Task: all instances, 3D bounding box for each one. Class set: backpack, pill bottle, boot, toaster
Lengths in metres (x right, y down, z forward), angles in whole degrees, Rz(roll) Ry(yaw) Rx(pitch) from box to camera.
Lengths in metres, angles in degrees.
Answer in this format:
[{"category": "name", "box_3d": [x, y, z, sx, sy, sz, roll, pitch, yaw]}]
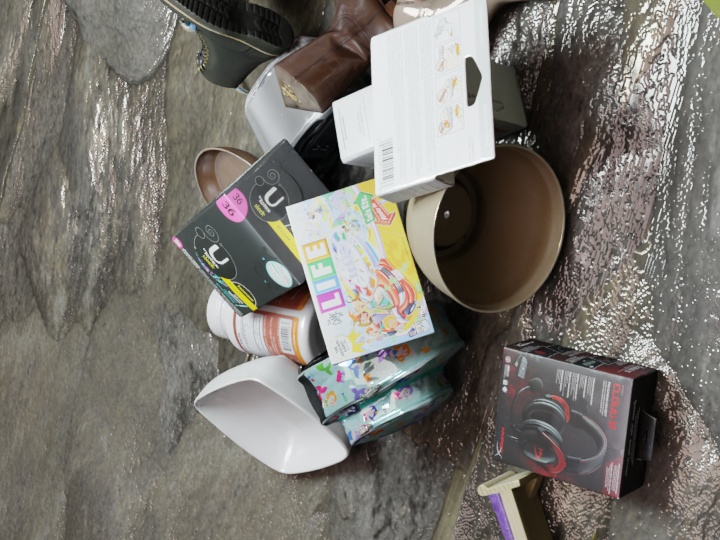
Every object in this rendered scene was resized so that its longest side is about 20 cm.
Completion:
[{"category": "backpack", "box_3d": [0.040, 0.128, 1.633, 0.200, 0.177, 0.151, -41, 75, 23]}, {"category": "pill bottle", "box_3d": [-0.120, 0.069, 1.785, 0.198, 0.111, 0.114, 10, 102, 36]}, {"category": "boot", "box_3d": [-0.056, -0.308, 1.637, 0.186, 0.200, 0.065, 40, 161, 23]}, {"category": "boot", "box_3d": [-0.206, -0.307, 1.645, 0.138, 0.198, 0.078, -32, 43, 45]}, {"category": "toaster", "box_3d": [-0.069, -0.227, 1.707, 0.200, 0.113, 0.130, -48, 66, 32]}, {"category": "boot", "box_3d": [0.134, -0.313, 1.570, 0.198, 0.070, 0.148, 21, 115, 24]}]

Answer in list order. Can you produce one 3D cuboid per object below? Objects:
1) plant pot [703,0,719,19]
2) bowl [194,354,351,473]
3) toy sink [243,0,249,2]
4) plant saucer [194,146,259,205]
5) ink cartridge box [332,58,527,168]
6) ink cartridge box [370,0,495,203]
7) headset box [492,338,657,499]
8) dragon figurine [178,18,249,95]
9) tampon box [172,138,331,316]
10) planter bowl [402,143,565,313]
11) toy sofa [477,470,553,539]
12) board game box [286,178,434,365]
[{"category": "plant pot", "box_3d": [0.438, -0.300, 1.287, 0.186, 0.187, 0.202, -28, 94, 36]}, {"category": "bowl", "box_3d": [-0.113, 0.197, 1.771, 0.200, 0.075, 0.199, 42, 144, -19]}, {"category": "toy sink", "box_3d": [-0.182, -0.447, 1.694, 0.130, 0.202, 0.112, -28, 123, 36]}, {"category": "plant saucer", "box_3d": [-0.154, -0.100, 1.786, 0.199, 0.034, 0.202, 33, 149, 22]}, {"category": "ink cartridge box", "box_3d": [0.087, -0.195, 1.568, 0.198, 0.144, 0.086, -17, 78, 37]}, {"category": "ink cartridge box", "box_3d": [0.090, -0.195, 1.435, 0.172, 0.043, 0.203, -14, 71, 38]}, {"category": "headset box", "box_3d": [0.268, 0.179, 1.526, 0.198, 0.075, 0.151, 13, 104, 35]}, {"category": "dragon figurine", "box_3d": [-0.200, -0.358, 1.821, 0.099, 0.058, 0.202, -39, 71, 34]}, {"category": "tampon box", "box_3d": [-0.130, -0.051, 1.653, 0.150, 0.126, 0.200, 48, 150, -7]}, {"category": "planter bowl", "box_3d": [0.134, -0.062, 1.539, 0.134, 0.198, 0.204, 21, 110, 56]}, {"category": "toy sofa", "box_3d": [0.210, 0.359, 1.591, 0.097, 0.082, 0.203, -21, 83, 36]}, {"category": "board game box", "box_3d": [0.000, 0.000, 1.537, 0.133, 0.034, 0.203, -17, 85, 1]}]
